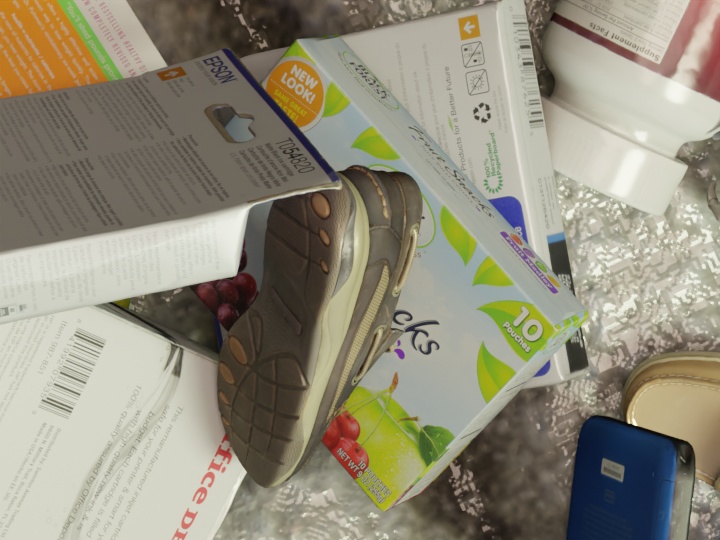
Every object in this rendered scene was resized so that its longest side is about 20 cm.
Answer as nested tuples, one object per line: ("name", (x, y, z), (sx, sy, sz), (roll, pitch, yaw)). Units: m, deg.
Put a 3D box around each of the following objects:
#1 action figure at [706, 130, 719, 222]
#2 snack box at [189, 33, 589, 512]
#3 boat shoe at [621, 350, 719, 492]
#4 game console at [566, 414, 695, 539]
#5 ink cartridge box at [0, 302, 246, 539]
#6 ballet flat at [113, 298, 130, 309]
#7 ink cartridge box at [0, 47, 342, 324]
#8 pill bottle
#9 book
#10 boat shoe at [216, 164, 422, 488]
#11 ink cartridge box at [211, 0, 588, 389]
("action figure", (0.247, -0.045, 1.455), (0.118, 0.102, 0.201), (-19, 110, -9))
("snack box", (0.000, 0.000, 1.389), (0.200, 0.053, 0.142), (48, 114, 13))
("boat shoe", (0.231, 0.101, 1.449), (0.199, 0.069, 0.074), (19, 112, 11))
("game console", (0.178, 0.171, 1.403), (0.118, 0.200, 0.172), (7, 90, -9))
("ink cartridge box", (-0.158, 0.082, 1.365), (0.200, 0.084, 0.146), (27, 90, -44))
("ballet flat", (-0.215, 0.024, 1.420), (0.199, 0.067, 0.067), (-12, 106, -8))
("ink cartridge box", (-0.128, -0.040, 1.289), (0.199, 0.200, 0.041), (-12, 116, -13))
("pill bottle", (0.162, -0.138, 1.433), (0.109, 0.110, 0.201), (24, 97, -7))
("book", (-0.192, -0.066, 1.392), (0.199, 0.048, 0.134), (-32, 84, -17))
("boat shoe", (-0.013, 0.031, 1.323), (0.073, 0.201, 0.075), (-13, 54, -31))
("ink cartridge box", (0.008, -0.027, 1.434), (0.199, 0.047, 0.199), (-9, 93, 29))
